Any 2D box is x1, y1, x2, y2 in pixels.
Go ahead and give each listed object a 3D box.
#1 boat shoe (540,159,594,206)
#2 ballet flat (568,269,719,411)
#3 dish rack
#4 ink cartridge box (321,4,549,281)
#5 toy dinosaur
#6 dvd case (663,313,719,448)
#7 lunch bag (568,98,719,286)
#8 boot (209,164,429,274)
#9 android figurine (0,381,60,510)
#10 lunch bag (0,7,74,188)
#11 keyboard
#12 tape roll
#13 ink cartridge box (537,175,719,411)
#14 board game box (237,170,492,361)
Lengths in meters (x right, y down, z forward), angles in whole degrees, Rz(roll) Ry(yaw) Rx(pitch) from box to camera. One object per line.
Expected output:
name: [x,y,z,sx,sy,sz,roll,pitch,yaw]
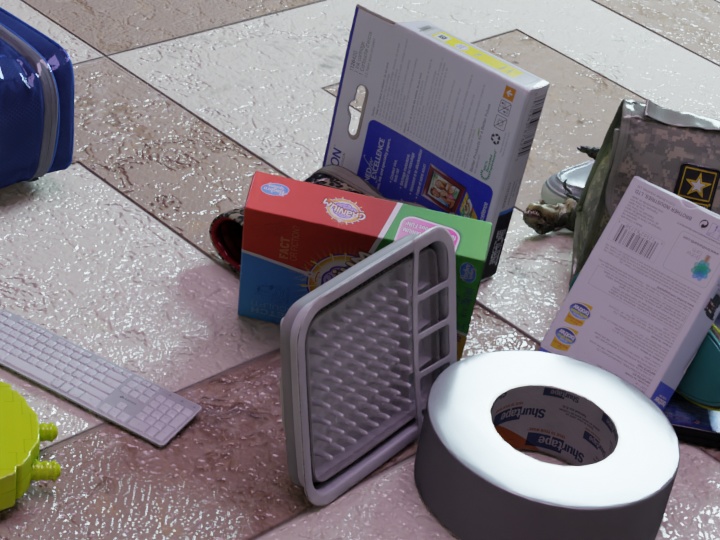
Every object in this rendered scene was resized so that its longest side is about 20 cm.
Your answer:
boat shoe: [0.272,-0.104,1.860,0.199,0.072,0.070,-8,37,-26]
ballet flat: [0.265,0.054,1.585,0.067,0.067,0.199,9,21,-49]
dish rack: [0.002,0.067,1.411,0.043,0.174,0.199,16,31,33]
ink cartridge box: [0.063,-0.120,1.700,0.199,0.199,0.047,33,34,30]
toy dinosaur: [0.248,-0.073,1.798,0.198,0.089,0.047,4,7,-14]
dvd case: [0.311,0.091,1.611,0.141,0.018,0.201,10,32,0]
lunch bag: [0.289,-0.063,1.662,0.162,0.201,0.119,11,52,-1]
boot: [-0.021,-0.018,1.634,0.153,0.074,0.203,-22,40,-38]
android figurine: [-0.316,0.128,1.329,0.198,0.041,0.183,1,33,-16]
lunch bag: [-0.354,-0.164,1.696,0.132,0.137,0.199,-20,41,-41]
keyboard: [-0.222,0.084,1.461,0.198,0.011,0.056,24,34,21]
tape roll: [0.143,0.145,1.426,0.198,0.067,0.201,8,31,-5]
ink cartridge box: [0.233,0.034,1.545,0.119,0.201,0.042,30,-2,37]
board game box: [0.000,0.000,1.529,0.198,0.154,0.041,12,54,3]
